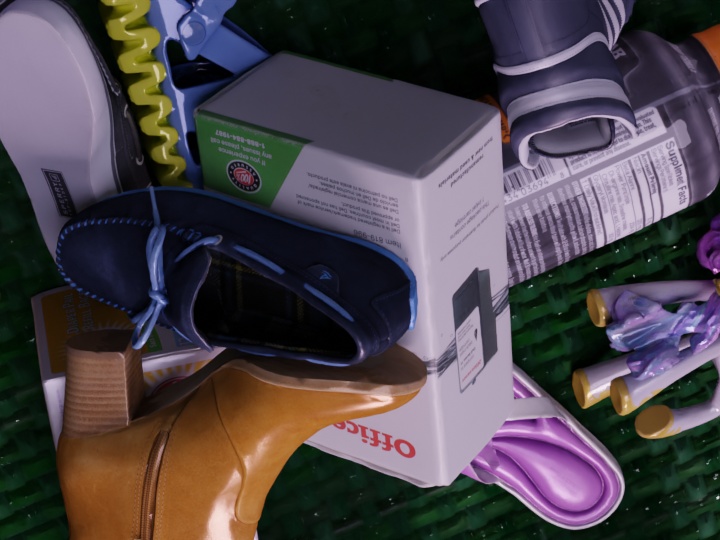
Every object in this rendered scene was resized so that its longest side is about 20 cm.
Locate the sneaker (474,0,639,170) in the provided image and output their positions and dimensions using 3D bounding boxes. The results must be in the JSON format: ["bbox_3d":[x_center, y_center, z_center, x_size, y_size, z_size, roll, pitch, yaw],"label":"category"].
[{"bbox_3d":[0.113,-0.113,1.127,0.070,0.200,0.109,-18,89,21],"label":"sneaker"}]

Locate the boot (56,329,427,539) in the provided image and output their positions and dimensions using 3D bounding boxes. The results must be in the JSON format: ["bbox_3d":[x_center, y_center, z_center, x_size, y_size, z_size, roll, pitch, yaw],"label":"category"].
[{"bbox_3d":[-0.061,0.105,1.115,0.201,0.071,0.144,2,110,13],"label":"boot"}]

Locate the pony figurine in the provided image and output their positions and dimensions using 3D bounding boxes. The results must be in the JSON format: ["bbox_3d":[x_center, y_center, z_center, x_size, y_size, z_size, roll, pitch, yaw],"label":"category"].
[{"bbox_3d":[0.234,0.022,1.268,0.200,0.167,0.193,-17,150,-10],"label":"pony figurine"}]

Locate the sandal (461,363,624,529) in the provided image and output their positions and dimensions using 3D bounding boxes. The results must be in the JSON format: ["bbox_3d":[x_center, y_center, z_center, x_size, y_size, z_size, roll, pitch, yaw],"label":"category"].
[{"bbox_3d":[0.087,0.101,1.308,0.203,0.050,0.082,28,105,-24],"label":"sandal"}]

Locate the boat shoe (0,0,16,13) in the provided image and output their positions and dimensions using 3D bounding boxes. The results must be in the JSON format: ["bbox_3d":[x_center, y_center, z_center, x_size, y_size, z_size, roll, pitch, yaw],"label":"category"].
[{"bbox_3d":[-0.215,-0.115,1.121,0.200,0.070,0.066,-40,123,7],"label":"boat shoe"}]

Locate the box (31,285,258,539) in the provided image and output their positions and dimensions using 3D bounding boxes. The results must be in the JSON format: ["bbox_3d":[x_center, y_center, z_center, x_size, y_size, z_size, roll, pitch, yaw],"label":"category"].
[{"bbox_3d":[-0.119,0.113,1.227,0.101,0.113,0.200,-11,116,-7],"label":"box"}]

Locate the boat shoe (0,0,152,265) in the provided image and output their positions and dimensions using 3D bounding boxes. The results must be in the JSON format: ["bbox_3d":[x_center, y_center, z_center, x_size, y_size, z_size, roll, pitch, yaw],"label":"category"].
[{"bbox_3d":[-0.149,-0.073,1.136,0.069,0.057,0.200,15,140,20],"label":"boat shoe"}]

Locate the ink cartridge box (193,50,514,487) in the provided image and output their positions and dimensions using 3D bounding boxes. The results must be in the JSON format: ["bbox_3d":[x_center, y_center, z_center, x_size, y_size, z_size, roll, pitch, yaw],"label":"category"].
[{"bbox_3d":[0.000,0.000,1.146,0.083,0.146,0.200,-41,138,-42],"label":"ink cartridge box"}]

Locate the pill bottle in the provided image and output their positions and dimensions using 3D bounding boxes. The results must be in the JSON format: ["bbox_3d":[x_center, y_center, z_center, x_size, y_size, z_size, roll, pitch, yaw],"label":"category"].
[{"bbox_3d":[0.130,-0.068,1.207,0.200,0.106,0.106,-24,118,-2],"label":"pill bottle"}]

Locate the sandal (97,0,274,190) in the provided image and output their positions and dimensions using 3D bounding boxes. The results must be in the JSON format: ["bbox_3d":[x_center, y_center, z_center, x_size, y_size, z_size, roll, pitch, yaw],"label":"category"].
[{"bbox_3d":[-0.085,-0.102,1.156,0.087,0.080,0.200,-19,119,-9],"label":"sandal"}]

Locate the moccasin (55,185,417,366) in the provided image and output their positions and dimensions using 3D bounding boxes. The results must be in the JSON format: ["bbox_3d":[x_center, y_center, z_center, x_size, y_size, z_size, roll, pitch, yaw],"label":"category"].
[{"bbox_3d":[-0.072,0.002,1.073,0.200,0.068,0.081,6,119,25],"label":"moccasin"}]
